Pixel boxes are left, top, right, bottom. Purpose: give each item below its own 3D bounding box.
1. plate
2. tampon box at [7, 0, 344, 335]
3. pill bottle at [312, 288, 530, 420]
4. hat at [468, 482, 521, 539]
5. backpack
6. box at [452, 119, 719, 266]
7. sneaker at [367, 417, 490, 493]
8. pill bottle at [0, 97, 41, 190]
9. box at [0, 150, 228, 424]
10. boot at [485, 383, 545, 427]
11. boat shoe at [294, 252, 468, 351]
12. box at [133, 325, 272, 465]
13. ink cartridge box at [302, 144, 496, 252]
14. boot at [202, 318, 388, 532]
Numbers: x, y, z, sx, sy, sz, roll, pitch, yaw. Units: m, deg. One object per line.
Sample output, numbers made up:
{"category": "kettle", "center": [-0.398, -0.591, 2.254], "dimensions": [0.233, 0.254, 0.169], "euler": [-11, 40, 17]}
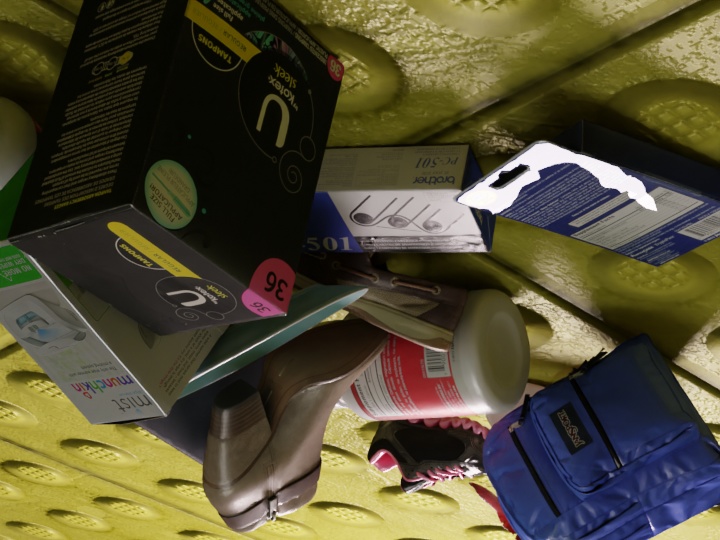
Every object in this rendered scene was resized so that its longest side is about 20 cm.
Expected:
{"category": "plate", "center": [-0.085, 0.053, 1.110], "dimensions": [0.199, 0.026, 0.200], "euler": [-28, 176, -2]}
{"category": "tampon box", "center": [-0.119, -0.082, 0.939], "dimensions": [0.126, 0.201, 0.150], "euler": [-11, 147, 38]}
{"category": "pill bottle", "center": [0.047, 0.081, 1.292], "dimensions": [0.199, 0.113, 0.112], "euler": [-7, 148, 34]}
{"category": "hat", "center": [0.259, 0.332, 1.809], "dimensions": [0.164, 0.178, 0.200], "euler": [-4, -172, 24]}
{"category": "backpack", "center": [0.211, 0.165, 1.270], "dimensions": [0.199, 0.163, 0.168], "euler": [-31, 142, 6]}
{"category": "box", "center": [0.181, -0.058, 1.031], "dimensions": [0.199, 0.033, 0.121], "euler": [15, 155, -26]}
{"category": "sneaker", "center": [0.085, 0.201, 1.481], "dimensions": [0.199, 0.096, 0.079], "euler": [13, 157, 45]}
{"category": "pill bottle", "center": [-0.289, -0.069, 1.118], "dimensions": [0.110, 0.111, 0.200], "euler": [-1, 151, 24]}
{"category": "box", "center": [-0.172, -0.019, 1.035], "dimensions": [0.096, 0.201, 0.177], "euler": [-11, 127, 40]}
{"category": "boot", "center": [0.221, 0.174, 1.458], "dimensions": [0.199, 0.073, 0.090], "euler": [22, 173, 4]}
{"category": "boat shoe", "center": [0.000, 0.000, 1.210], "dimensions": [0.199, 0.072, 0.072], "euler": [25, -176, 18]}
{"category": "box", "center": [-0.188, 0.068, 1.265], "dimensions": [0.196, 0.124, 0.200], "euler": [33, 174, 44]}
{"category": "ink cartridge box", "center": [0.001, -0.055, 1.118], "dimensions": [0.198, 0.045, 0.094], "euler": [0, 150, 22]}
{"category": "boot", "center": [-0.055, 0.141, 1.235], "dimensions": [0.070, 0.199, 0.147], "euler": [40, 146, 46]}
